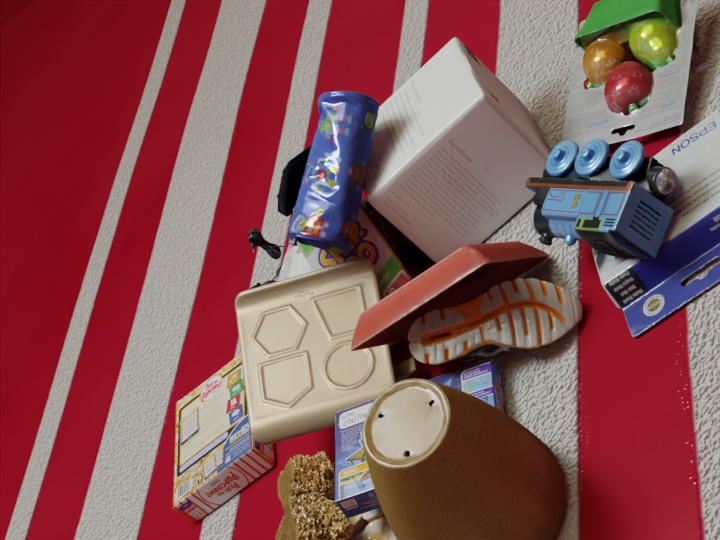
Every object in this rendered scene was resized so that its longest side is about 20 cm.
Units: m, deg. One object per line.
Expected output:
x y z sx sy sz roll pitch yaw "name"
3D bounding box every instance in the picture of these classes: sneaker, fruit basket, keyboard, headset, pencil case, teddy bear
0.044 -0.047 1.912 0.076 0.115 0.200 -57 -8 20 "sneaker"
0.331 -0.241 1.748 0.184 0.093 0.203 -14 61 46 "fruit basket"
-0.064 -0.128 1.853 0.039 0.105 0.200 19 30 21 "keyboard"
0.154 0.060 1.629 0.197 0.077 0.079 -12 78 16 "sneaker"
-0.117 0.021 2.020 0.123 0.094 0.201 -39 32 18 "headset"
-0.034 -0.119 1.761 0.086 0.078 0.203 7 82 33 "pencil case"
-0.053 0.310 1.644 0.201 0.066 0.146 -105 32 -51 "teddy bear"

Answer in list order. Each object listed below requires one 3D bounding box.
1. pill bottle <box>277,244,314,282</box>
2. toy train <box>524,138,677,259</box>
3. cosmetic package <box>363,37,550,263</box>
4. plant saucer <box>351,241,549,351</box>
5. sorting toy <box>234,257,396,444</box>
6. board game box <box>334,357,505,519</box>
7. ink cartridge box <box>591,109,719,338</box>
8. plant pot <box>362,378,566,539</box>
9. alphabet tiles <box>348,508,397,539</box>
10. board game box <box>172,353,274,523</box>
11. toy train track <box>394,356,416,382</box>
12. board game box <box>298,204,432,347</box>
-0.062 0.060 1.860 0.113 0.113 0.202 -22 41 38 "pill bottle"
0.258 -0.078 1.568 0.199 0.086 0.115 9 70 57 "toy train"
0.115 -0.148 1.828 0.200 0.165 0.166 -40 32 16 "cosmetic package"
0.099 0.022 1.660 0.199 0.199 0.037 -35 77 25 "plant saucer"
-0.054 0.098 1.741 0.183 0.037 0.202 -16 60 8 "sorting toy"
0.066 0.186 1.605 0.198 0.035 0.136 -20 39 17 "board game box"
0.340 -0.054 1.552 0.199 0.041 0.201 -37 33 21 "ink cartridge box"
0.083 0.195 1.415 0.184 0.200 0.188 -16 53 21 "plant pot"
0.052 0.231 1.648 0.199 0.015 0.197 -28 37 32 "alphabet tiles"
-0.185 0.218 1.941 0.151 0.046 0.201 -37 33 22 "board game box"
0.029 0.174 1.712 0.114 0.033 0.201 -30 34 15 "toy train track"
0.000 0.000 1.804 0.095 0.201 0.030 -36 -9 8 "board game box"
